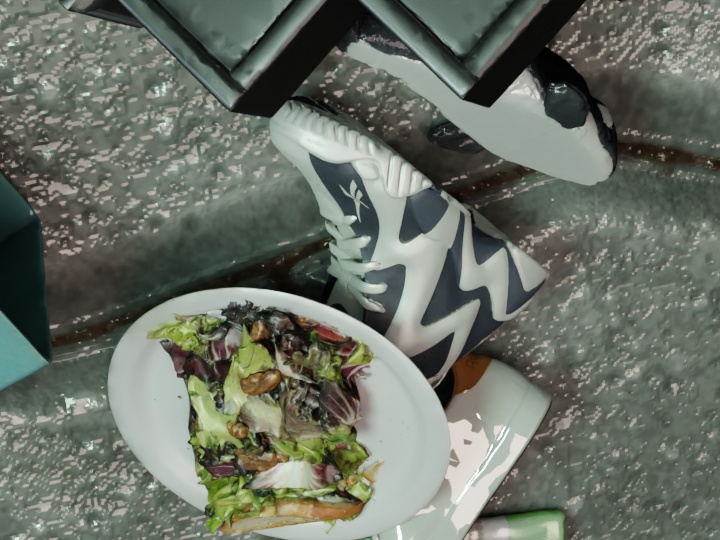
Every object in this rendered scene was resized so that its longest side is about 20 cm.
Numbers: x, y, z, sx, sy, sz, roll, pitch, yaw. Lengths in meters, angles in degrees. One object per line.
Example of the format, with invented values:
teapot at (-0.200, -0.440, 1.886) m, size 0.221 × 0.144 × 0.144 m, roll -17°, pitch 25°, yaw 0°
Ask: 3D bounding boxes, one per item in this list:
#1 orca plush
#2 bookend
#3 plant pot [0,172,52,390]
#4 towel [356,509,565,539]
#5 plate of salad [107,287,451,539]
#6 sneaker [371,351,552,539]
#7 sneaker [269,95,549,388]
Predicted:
orca plush at (0.063, -0.117, 1.182) m, size 0.199 × 0.072 × 0.105 m, roll 18°, pitch 156°, yaw -15°
bookend at (-0.004, -0.137, 1.054) m, size 0.199 × 0.092 × 0.200 m, roll 45°, pitch 101°, yaw 9°
plant pot at (-0.279, 0.015, 1.080) m, size 0.199 × 0.142 × 0.142 m, roll -32°, pitch 123°, yaw 9°
towel at (0.034, 0.228, 1.362) m, size 0.198 × 0.031 × 0.150 m, roll -8°, pitch 120°, yaw -15°
plate of salad at (-0.049, 0.091, 1.204) m, size 0.198 × 0.048 × 0.201 m, roll 9°, pitch 134°, yaw 10°
sneaker at (0.028, 0.136, 1.288) m, size 0.084 × 0.073 × 0.201 m, roll 33°, pitch 92°, yaw 0°
sneaker at (0.000, 0.000, 1.196) m, size 0.199 × 0.079 × 0.130 m, roll 34°, pitch 94°, yaw -41°
